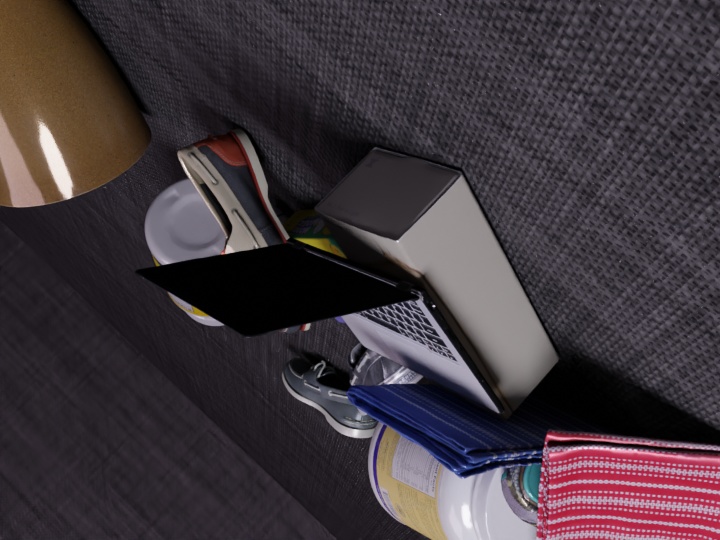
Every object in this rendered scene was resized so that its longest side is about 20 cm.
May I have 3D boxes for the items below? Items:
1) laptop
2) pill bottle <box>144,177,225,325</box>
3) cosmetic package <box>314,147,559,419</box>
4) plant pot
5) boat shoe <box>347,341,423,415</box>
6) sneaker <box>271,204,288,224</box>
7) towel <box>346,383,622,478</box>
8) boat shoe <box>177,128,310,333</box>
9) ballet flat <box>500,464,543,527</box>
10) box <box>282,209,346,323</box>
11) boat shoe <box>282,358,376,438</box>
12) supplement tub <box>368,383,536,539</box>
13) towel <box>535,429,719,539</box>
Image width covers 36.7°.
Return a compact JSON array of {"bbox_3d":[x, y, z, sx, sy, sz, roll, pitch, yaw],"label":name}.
[{"bbox_3d":[-0.031,0.050,0.793,0.187,0.116,0.200,22,153,55],"label":"laptop"},{"bbox_3d":[-0.172,-0.014,1.223,0.114,0.114,0.200,40,163,14],"label":"pill bottle"},{"bbox_3d":[0.061,0.011,0.814,0.103,0.073,0.200,23,154,50],"label":"cosmetic package"},{"bbox_3d":[-0.333,-0.197,1.100,0.186,0.186,0.200,27,143,44],"label":"plant pot"},{"bbox_3d":[0.018,0.103,1.135,0.068,0.072,0.200,52,168,4],"label":"boat shoe"},{"bbox_3d":[-0.088,0.005,1.144,0.071,0.073,0.200,43,163,15],"label":"sneaker"},{"bbox_3d":[0.103,0.121,0.852,0.200,0.024,0.145,5,-168,-40],"label":"towel"},{"bbox_3d":[-0.104,-0.031,0.994,0.200,0.062,0.071,68,156,1],"label":"boat shoe"},{"bbox_3d":[0.199,0.199,0.876,0.200,0.072,0.072,26,166,-12],"label":"ballet flat"},{"bbox_3d":[0.000,0.000,0.974,0.117,0.048,0.200,51,161,-17],"label":"box"},{"bbox_3d":[-0.039,0.152,1.438,0.200,0.073,0.062,33,118,52],"label":"boat shoe"},{"bbox_3d":[0.110,0.187,0.988,0.145,0.145,0.200,51,162,-21],"label":"supplement tub"},{"bbox_3d":[0.203,0.194,0.802,0.144,0.023,0.200,4,132,10],"label":"towel"}]
